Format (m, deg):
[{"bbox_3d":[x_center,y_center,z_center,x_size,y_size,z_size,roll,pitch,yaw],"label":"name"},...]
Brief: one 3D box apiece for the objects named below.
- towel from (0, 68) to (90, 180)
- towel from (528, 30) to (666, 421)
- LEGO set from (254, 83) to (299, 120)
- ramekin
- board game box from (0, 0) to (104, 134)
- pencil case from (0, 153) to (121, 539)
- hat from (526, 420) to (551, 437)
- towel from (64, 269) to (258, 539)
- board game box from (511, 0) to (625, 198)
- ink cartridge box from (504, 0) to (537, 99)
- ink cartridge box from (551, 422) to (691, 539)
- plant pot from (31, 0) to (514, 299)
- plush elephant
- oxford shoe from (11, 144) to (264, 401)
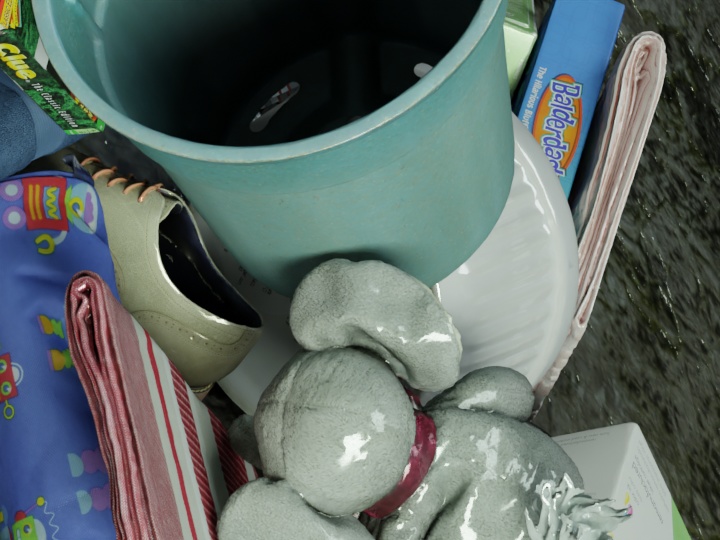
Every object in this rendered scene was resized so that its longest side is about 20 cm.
[{"bbox_3d":[-0.185,-0.080,1.022,0.112,0.049,0.200,34,30,11],"label":"towel"},{"bbox_3d":[0.123,-0.016,1.357,0.032,0.200,0.191,20,66,0],"label":"towel"},{"bbox_3d":[-0.044,-0.136,1.341,0.154,0.116,0.200,-125,-169,-67],"label":"LEGO set"},{"bbox_3d":[0.000,0.000,1.181,0.105,0.200,0.200,-26,89,-53],"label":"ramekin"},{"bbox_3d":[-0.122,-0.171,1.010,0.105,0.023,0.200,46,49,-56],"label":"board game box"},{"bbox_3d":[-0.132,0.053,1.023,0.087,0.078,0.200,4,64,-48],"label":"pencil case"},{"bbox_3d":[0.081,0.135,1.315,0.201,0.081,0.201,42,33,-36],"label":"hat"},{"bbox_3d":[-0.070,0.104,0.980,0.200,0.023,0.144,59,14,-57],"label":"towel"},{"bbox_3d":[0.093,-0.047,1.369,0.045,0.152,0.200,21,58,-2],"label":"board game box"},{"bbox_3d":[0.067,-0.113,1.448,0.048,0.146,0.200,19,20,-4],"label":"ink cartridge box"},{"bbox_3d":[0.114,0.188,1.191,0.117,0.067,0.200,62,32,-28],"label":"ink cartridge box"},{"bbox_3d":[-0.019,-0.089,1.012,0.196,0.200,0.201,68,10,-62],"label":"plant pot"},{"bbox_3d":[0.008,0.090,1.012,0.155,0.200,0.165,32,68,-11],"label":"plush elephant"},{"bbox_3d":[-0.120,-0.030,1.109,0.200,0.074,0.071,50,30,-4],"label":"oxford shoe"}]
